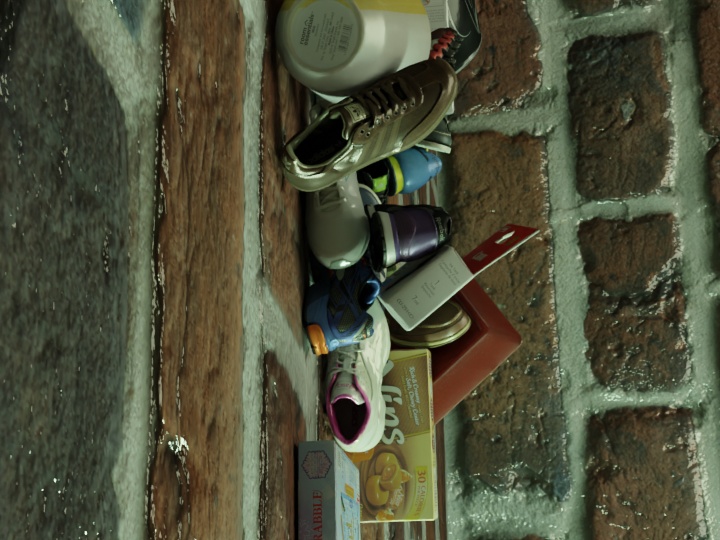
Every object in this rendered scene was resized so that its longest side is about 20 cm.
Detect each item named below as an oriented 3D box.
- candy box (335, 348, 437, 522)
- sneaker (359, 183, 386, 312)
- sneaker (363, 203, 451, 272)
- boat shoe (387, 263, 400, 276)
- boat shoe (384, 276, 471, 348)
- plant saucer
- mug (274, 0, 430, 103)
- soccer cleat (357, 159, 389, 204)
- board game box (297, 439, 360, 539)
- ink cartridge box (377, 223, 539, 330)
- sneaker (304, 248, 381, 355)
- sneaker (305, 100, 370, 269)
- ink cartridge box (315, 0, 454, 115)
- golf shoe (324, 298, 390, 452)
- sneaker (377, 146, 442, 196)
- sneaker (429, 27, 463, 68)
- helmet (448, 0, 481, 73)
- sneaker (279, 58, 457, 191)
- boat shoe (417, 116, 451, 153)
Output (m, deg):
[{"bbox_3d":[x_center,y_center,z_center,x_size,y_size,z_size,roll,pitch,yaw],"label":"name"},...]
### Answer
[{"bbox_3d":[0.029,0.195,1.780,0.055,0.114,0.202,49,38,-80],"label":"candy box"},{"bbox_3d":[0.000,0.000,1.789,0.085,0.074,0.202,-83,169,-77],"label":"sneaker"},{"bbox_3d":[0.055,-0.038,1.647,0.200,0.087,0.076,-133,-146,-82],"label":"sneaker"},{"bbox_3d":[0.037,0.050,2.079,0.068,0.074,0.202,46,41,-71],"label":"boat shoe"},{"bbox_3d":[0.050,0.045,1.856,0.072,0.199,0.068,-41,124,-29],"label":"boat shoe"},{"bbox_3d":[0.083,0.096,1.879,0.037,0.200,0.200,43,7,-33],"label":"plant saucer"},{"bbox_3d":[-0.025,-0.254,1.530,0.187,0.149,0.153,61,16,2],"label":"mug"},{"bbox_3d":[0.005,-0.092,1.838,0.081,0.067,0.201,17,-59,57],"label":"soccer cleat"},{"bbox_3d":[-0.030,0.291,1.553,0.200,0.041,0.201,67,21,-72],"label":"board game box"},{"bbox_3d":[0.100,-0.010,1.660,0.045,0.176,0.200,52,-1,-5],"label":"ink cartridge box"},{"bbox_3d":[-0.015,0.010,1.649,0.076,0.078,0.201,80,10,-50],"label":"sneaker"},{"bbox_3d":[-0.036,-0.094,1.617,0.080,0.070,0.201,60,20,-55],"label":"sneaker"},{"bbox_3d":[0.023,-0.273,1.749,0.050,0.161,0.202,-159,-117,-69],"label":"ink cartridge box"},{"bbox_3d":[-0.006,0.109,1.713,0.092,0.075,0.202,1,85,-80],"label":"golf shoe"},{"bbox_3d":[0.040,-0.141,1.915,0.200,0.078,0.066,-148,-137,-63],"label":"sneaker"},{"bbox_3d":[0.042,-0.221,1.681,0.201,0.097,0.071,-51,162,-39],"label":"sneaker"},{"bbox_3d":[0.047,-0.334,1.863,0.191,0.199,0.201,56,22,-28],"label":"helmet"},{"bbox_3d":[0.010,-0.145,1.481,0.071,0.199,0.076,54,0,13],"label":"sneaker"},{"bbox_3d":[0.072,-0.193,1.862,0.200,0.072,0.062,-122,-131,-70],"label":"boat shoe"}]
